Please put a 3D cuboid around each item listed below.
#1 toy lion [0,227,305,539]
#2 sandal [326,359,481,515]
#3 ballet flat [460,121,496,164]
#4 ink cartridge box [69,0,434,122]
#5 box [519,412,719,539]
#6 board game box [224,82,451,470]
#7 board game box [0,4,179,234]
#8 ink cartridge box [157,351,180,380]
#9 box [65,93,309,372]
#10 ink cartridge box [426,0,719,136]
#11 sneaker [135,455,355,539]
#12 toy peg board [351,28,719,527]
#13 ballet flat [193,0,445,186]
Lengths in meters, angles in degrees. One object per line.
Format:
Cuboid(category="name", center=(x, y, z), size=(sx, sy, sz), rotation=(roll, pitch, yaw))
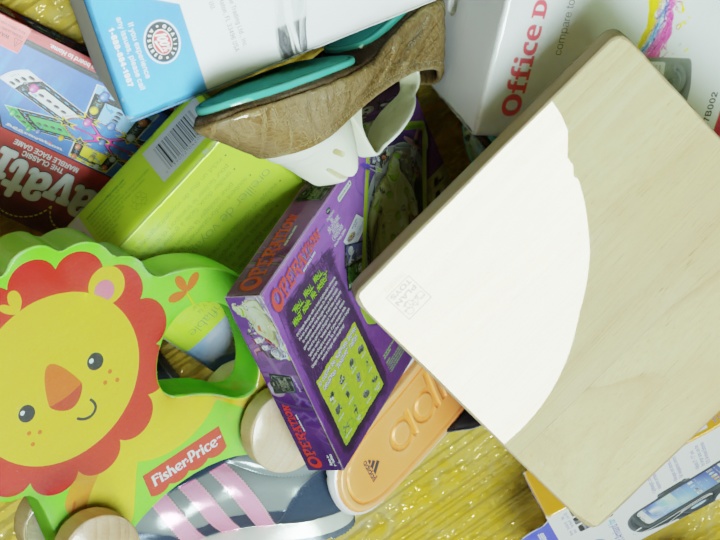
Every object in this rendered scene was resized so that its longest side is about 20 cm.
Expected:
Cuboid(category="toy lion", center=(-0.134, 0.057, 1.189), size=(0.199, 0.069, 0.193), rotation=(-32, 122, -22))
Cuboid(category="sandal", center=(0.060, 0.069, 1.335), size=(0.207, 0.059, 0.079), rotation=(-52, 134, -26))
Cuboid(category="ballet flat", center=(0.119, -0.031, 1.349), size=(0.199, 0.074, 0.074), rotation=(30, 104, -29))
Cuboid(category="ink cartridge box", center=(-0.059, -0.187, 1.160), size=(0.199, 0.086, 0.147), rotation=(-23, 117, -11))
Cuboid(category="box", center=(0.188, 0.126, 1.444), size=(0.199, 0.042, 0.119), rotation=(-26, 152, 3))
Cuboid(category="board game box", center=(0.000, 0.000, 1.249), size=(0.032, 0.200, 0.121), rotation=(0, 127, 30))
Cuboid(category="board game box", center=(-0.152, -0.066, 1.241), size=(0.199, 0.019, 0.103), rotation=(25, 108, -32))
Cuboid(category="ink cartridge box", center=(-0.148, 0.089, 1.320), size=(0.099, 0.039, 0.200), rotation=(-35, 125, 0))
Cuboid(category="box", center=(-0.065, -0.005, 1.273), size=(0.122, 0.048, 0.200), rotation=(-46, 139, 5))
Cuboid(category="ink cartridge box", center=(0.151, -0.151, 1.277), size=(0.198, 0.086, 0.149), rotation=(0, 119, -24))
Cuboid(category="sneaker", center=(-0.097, 0.118, 1.304), size=(0.198, 0.070, 0.083), rotation=(-6, 109, -25))
Cuboid(category="toy peg board", center=(0.125, -0.004, 1.259), size=(0.200, 0.098, 0.199), rotation=(-44, 108, 6))
Cuboid(category="ballet flat", center=(-0.012, -0.090, 1.204), size=(0.200, 0.067, 0.073), rotation=(-39, 117, -49))
